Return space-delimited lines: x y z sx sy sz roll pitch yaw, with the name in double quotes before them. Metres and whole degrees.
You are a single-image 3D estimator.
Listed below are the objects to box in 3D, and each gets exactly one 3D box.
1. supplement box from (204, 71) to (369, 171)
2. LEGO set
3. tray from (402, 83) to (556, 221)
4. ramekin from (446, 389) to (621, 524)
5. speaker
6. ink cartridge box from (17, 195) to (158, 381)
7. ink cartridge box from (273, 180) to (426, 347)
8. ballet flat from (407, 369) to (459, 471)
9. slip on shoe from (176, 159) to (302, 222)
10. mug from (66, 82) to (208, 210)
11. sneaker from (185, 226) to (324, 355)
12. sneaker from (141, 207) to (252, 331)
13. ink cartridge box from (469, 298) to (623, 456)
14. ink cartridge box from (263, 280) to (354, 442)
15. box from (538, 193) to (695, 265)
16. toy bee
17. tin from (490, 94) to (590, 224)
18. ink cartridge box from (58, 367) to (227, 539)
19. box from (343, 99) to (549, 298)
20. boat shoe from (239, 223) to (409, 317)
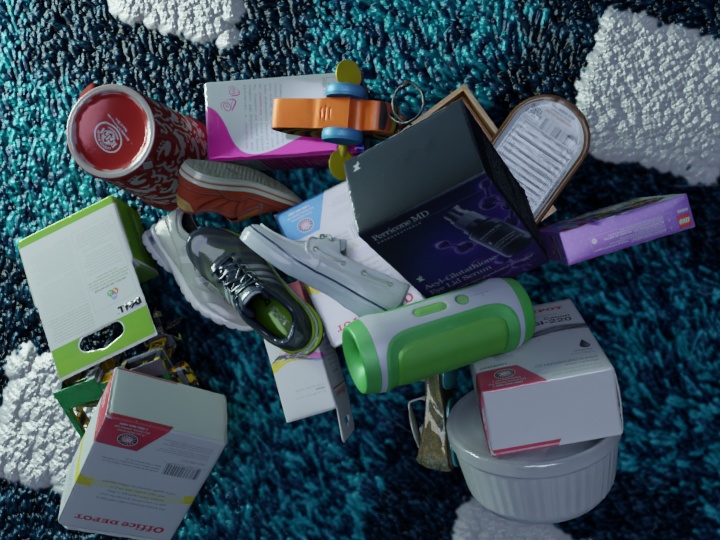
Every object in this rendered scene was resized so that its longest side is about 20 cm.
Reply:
"supplement box" -0.090 -0.188 0.984 0.198 0.103 0.102 -2 89 5
"LEGO set" -0.297 0.152 1.010 0.199 0.116 0.154 -27 115 8
"tray" 0.152 -0.128 0.987 0.098 0.037 0.201 -35 85 4
"ramekin" 0.206 0.208 0.893 0.201 0.203 0.095 -10 108 6
"speaker" 0.084 0.068 0.823 0.199 0.088 0.089 -15 86 -17
"ink cartridge box" -0.342 0.028 0.998 0.147 0.076 0.201 -25 74 5
"ink cartridge box" 0.000 0.000 0.954 0.128 0.125 0.201 -24 87 6
"ballet flat" 0.092 0.154 0.972 0.070 0.071 0.202 -1 88 6
"slip on shoe" -0.149 -0.092 0.951 0.074 0.199 0.061 37 110 30
"mug" -0.289 -0.157 0.956 0.176 0.200 0.134 16 90 6
"sneaker" -0.125 0.018 0.875 0.200 0.081 0.074 39 90 11
"sneaker" -0.198 -0.003 0.998 0.200 0.075 0.082 45 102 7
"ink cartridge box" 0.202 0.116 0.884 0.145 0.200 0.085 -11 107 5
"ink cartridge box" -0.068 0.118 0.962 0.067 0.116 0.201 -17 85 6
"box" 0.283 -0.048 0.886 0.136 0.200 0.039 -17 92 6
"toy bee" 0.000 -0.166 0.884 0.199 0.108 0.132 29 102 30
"tin" 0.201 -0.125 0.946 0.112 0.042 0.201 36 92 11
"ink cartridge box" -0.267 0.231 0.933 0.144 0.084 0.201 19 120 -24
"box" 0.096 -0.063 0.834 0.147 0.200 0.105 -26 53 21
"boat shoe" -0.037 -0.009 0.866 0.199 0.074 0.067 31 90 -6
